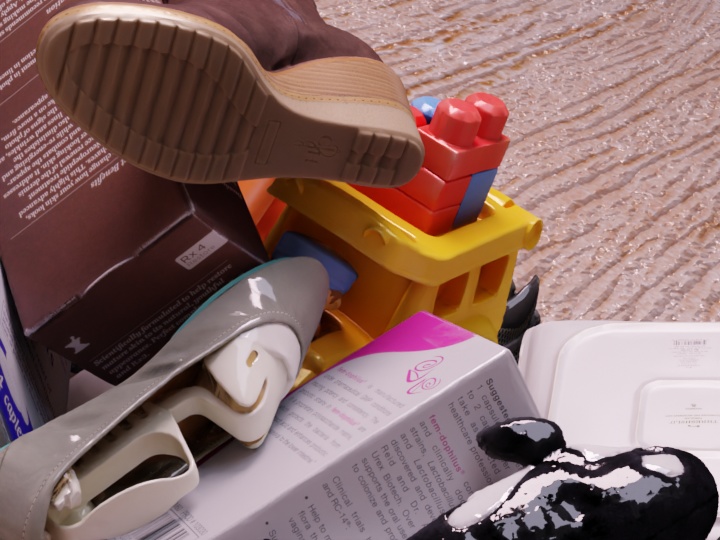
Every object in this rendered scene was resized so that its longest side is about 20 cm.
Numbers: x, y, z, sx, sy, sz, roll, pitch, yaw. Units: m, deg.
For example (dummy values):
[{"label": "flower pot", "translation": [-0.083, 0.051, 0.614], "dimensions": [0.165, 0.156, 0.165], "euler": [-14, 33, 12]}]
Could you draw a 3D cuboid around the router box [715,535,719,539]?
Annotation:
[{"label": "router box", "translation": [0.120, 0.224, 0.990], "dimensions": [0.052, 0.200, 0.157], "euler": [30, 27, 20]}]

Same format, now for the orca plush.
[{"label": "orca plush", "translation": [0.060, 0.114, 0.932], "dimensions": [0.199, 0.106, 0.071], "euler": [0, -2, -11]}]

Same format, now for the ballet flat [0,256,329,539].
[{"label": "ballet flat", "translation": [-0.076, 0.066, 0.989], "dimensions": [0.200, 0.068, 0.064], "euler": [-34, 46, -25]}]

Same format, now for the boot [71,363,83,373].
[{"label": "boot", "translation": [-0.091, 0.041, 1.326], "dimensions": [0.162, 0.074, 0.198], "euler": [15, 1, -41]}]

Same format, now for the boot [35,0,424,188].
[{"label": "boot", "translation": [-0.075, -0.103, 1.041], "dimensions": [0.200, 0.072, 0.166], "euler": [15, 24, -33]}]

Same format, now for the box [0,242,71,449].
[{"label": "box", "translation": [-0.237, 0.059, 1.076], "dimensions": [0.183, 0.105, 0.200], "euler": [-15, 30, 5]}]

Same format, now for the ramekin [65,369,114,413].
[{"label": "ramekin", "translation": [-0.080, 0.126, 1.153], "dimensions": [0.200, 0.098, 0.201], "euler": [16, 27, -8]}]

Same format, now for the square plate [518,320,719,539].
[{"label": "square plate", "translation": [0.171, 0.085, 1.188], "dimensions": [0.199, 0.029, 0.198], "euler": [0, 39, 13]}]

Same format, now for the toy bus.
[{"label": "toy bus", "translation": [0.000, 0.000, 1.122], "dimensions": [0.136, 0.192, 0.200], "euler": [34, 30, 23]}]

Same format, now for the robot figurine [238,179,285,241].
[{"label": "robot figurine", "translation": [-0.090, -0.091, 1.535], "dimensions": [0.143, 0.117, 0.200], "euler": [-17, 41, -19]}]

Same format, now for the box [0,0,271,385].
[{"label": "box", "translation": [-0.125, -0.058, 1.078], "dimensions": [0.075, 0.100, 0.200], "euler": [37, 23, -48]}]

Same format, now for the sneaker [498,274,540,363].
[{"label": "sneaker", "translation": [0.090, 0.046, 1.373], "dimensions": [0.076, 0.115, 0.199], "euler": [16, 5, 32]}]

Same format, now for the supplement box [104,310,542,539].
[{"label": "supplement box", "translation": [-0.015, 0.115, 1.007], "dimensions": [0.200, 0.104, 0.101], "euler": [-32, 19, -12]}]
